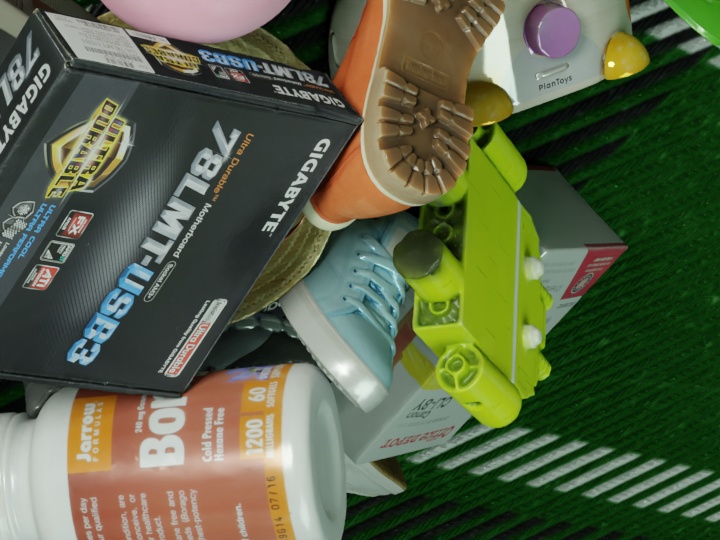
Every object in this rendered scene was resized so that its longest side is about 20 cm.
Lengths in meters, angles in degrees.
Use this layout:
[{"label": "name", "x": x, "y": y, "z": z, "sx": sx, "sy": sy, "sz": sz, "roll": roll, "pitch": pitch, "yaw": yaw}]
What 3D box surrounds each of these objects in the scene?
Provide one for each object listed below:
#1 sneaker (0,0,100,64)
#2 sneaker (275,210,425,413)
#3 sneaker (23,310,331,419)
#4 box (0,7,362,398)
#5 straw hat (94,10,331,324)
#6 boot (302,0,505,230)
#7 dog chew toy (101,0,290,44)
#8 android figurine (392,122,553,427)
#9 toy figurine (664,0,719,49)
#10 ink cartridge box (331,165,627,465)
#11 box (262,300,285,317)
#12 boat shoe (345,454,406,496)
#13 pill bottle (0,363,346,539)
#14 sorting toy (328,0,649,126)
[{"label": "sneaker", "x": -0.188, "y": -0.093, "z": 1.409, "sx": 0.106, "sy": 0.075, "sz": 0.200, "roll": -43, "pitch": 122, "yaw": 16}, {"label": "sneaker", "x": 0.000, "y": 0.000, "z": 1.568, "sx": 0.082, "sy": 0.200, "sz": 0.074, "roll": -37, "pitch": 123, "yaw": 13}, {"label": "sneaker", "x": -0.110, "y": 0.082, "z": 1.640, "sx": 0.199, "sy": 0.116, "sz": 0.075, "roll": 6, "pitch": 137, "yaw": -13}, {"label": "box", "x": -0.127, "y": -0.028, "z": 1.389, "sx": 0.198, "sy": 0.050, "sz": 0.200, "roll": 11, "pitch": 124, "yaw": -43}, {"label": "straw hat", "x": -0.115, "y": -0.063, "z": 1.522, "sx": 0.201, "sy": 0.085, "sz": 0.202, "roll": -6, "pitch": 108, "yaw": -20}, {"label": "boot", "x": 0.016, "y": -0.114, "z": 1.480, "sx": 0.075, "sy": 0.200, "sz": 0.107, "roll": 28, "pitch": 149, "yaw": -22}, {"label": "dog chew toy", "x": -0.082, "y": -0.211, "z": 1.343, "sx": 0.124, "sy": 0.125, "sz": 0.200, "roll": -21, "pitch": 138, "yaw": -23}, {"label": "android figurine", "x": 0.072, "y": 0.003, "z": 1.612, "sx": 0.041, "sy": 0.182, "sz": 0.200, "roll": -8, "pitch": 151, "yaw": 22}, {"label": "toy figurine", "x": 0.260, "y": -0.249, "z": 1.628, "sx": 0.184, "sy": 0.150, "sz": 0.200, "roll": -47, "pitch": 136, "yaw": -12}, {"label": "ink cartridge box", "x": 0.062, "y": 0.028, "z": 1.800, "sx": 0.200, "sy": 0.083, "sz": 0.145, "roll": -48, "pitch": 162, "yaw": 20}, {"label": "box", "x": -0.068, "y": -0.021, "z": 1.683, "sx": 0.143, "sy": 0.036, "sz": 0.200, "roll": -17, "pitch": 146, "yaw": -28}, {"label": "boat shoe", "x": -0.038, "y": 0.119, "z": 1.873, "sx": 0.069, "sy": 0.071, "sz": 0.200, "roll": -36, "pitch": 145, "yaw": 13}, {"label": "pill bottle", "x": -0.115, "y": 0.115, "z": 1.524, "sx": 0.199, "sy": 0.112, "sz": 0.112, "roll": -6, "pitch": 150, "yaw": 10}, {"label": "sorting toy", "x": 0.086, "y": -0.193, "z": 1.571, "sx": 0.200, "sy": 0.107, "sz": 0.180, "roll": -21, "pitch": 127, "yaw": -23}]
